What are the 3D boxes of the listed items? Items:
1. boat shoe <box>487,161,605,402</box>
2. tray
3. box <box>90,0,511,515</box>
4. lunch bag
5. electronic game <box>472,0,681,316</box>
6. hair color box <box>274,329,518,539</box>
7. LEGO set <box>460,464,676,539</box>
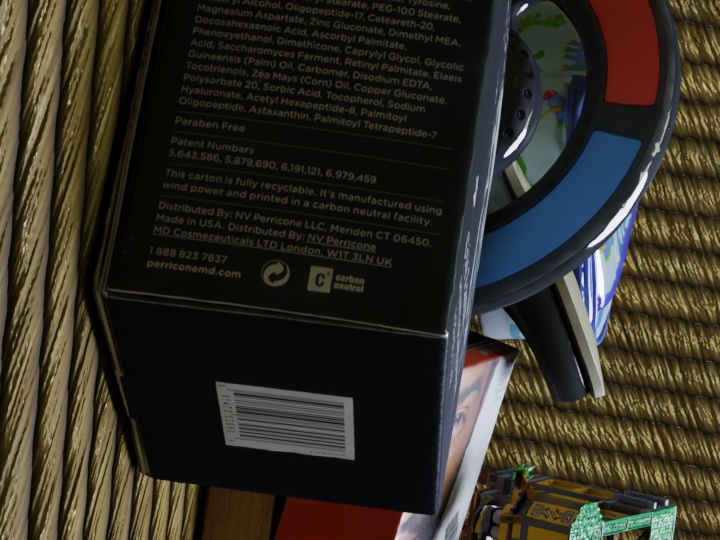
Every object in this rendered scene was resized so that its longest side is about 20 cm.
[{"bbox_3d":[0.062,-0.022,1.274,0.074,0.063,0.202,-92,157,-78],"label":"boat shoe"},{"bbox_3d":[-0.043,0.033,1.282,0.099,0.037,0.201,11,88,-86],"label":"tray"},{"bbox_3d":[-0.014,-0.038,0.957,0.200,0.123,0.198,88,9,-68],"label":"box"},{"bbox_3d":[0.106,-0.062,1.408,0.200,0.082,0.161,-68,157,-58],"label":"lunch bag"},{"bbox_3d":[0.038,-0.072,1.105,0.042,0.199,0.201,48,47,-57],"label":"electronic game"},{"bbox_3d":[0.006,0.127,1.275,0.111,0.064,0.201,-13,120,-67],"label":"hair color box"},{"bbox_3d":[0.075,0.184,1.328,0.154,0.115,0.201,-18,114,-56],"label":"LEGO set"}]
